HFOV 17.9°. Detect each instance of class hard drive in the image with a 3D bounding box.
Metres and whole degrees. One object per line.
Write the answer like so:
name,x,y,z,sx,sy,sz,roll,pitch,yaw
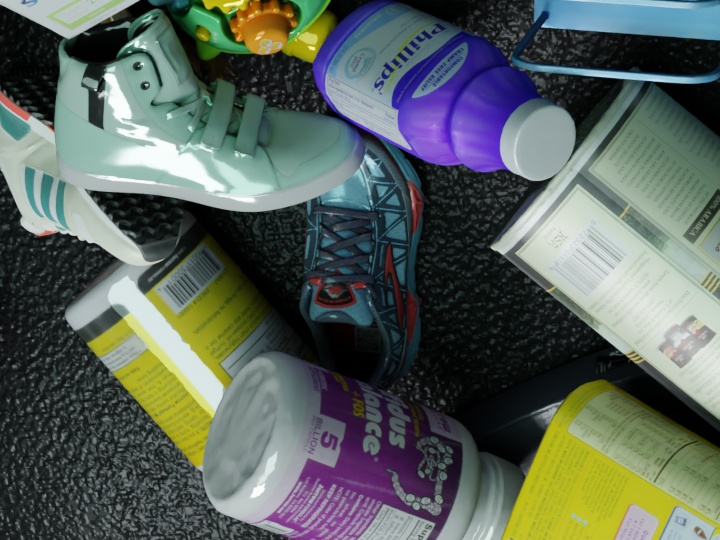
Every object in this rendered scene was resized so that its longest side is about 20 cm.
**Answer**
hard drive,0.150,0.135,1.562,0.200,0.042,0.135,-26,103,25

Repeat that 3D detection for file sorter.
file sorter,0.162,-0.222,1.358,0.138,0.123,0.201,6,115,16

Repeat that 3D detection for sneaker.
sneaker,0.000,0.000,1.520,0.079,0.096,0.201,-2,112,18
sneaker,-0.186,-0.051,1.542,0.200,0.070,0.094,45,136,34
sneaker,-0.096,-0.104,1.439,0.200,0.074,0.118,2,133,1

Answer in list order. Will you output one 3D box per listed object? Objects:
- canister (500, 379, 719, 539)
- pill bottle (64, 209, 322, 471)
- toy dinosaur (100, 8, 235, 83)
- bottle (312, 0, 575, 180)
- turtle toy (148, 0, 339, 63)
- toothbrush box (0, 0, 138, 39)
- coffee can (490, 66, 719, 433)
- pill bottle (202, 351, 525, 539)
canister,0.197,0.175,1.418,0.200,0.086,0.149,31,110,27
pill bottle,-0.098,0.067,1.571,0.114,0.114,0.200,-37,98,27
toy dinosaur,-0.150,-0.140,1.523,0.106,0.060,0.200,-5,113,31
bottle,0.053,-0.108,1.409,0.084,0.200,0.065,-46,129,-10
turtle toy,-0.068,-0.221,1.441,0.145,0.101,0.200,25,111,6
toothbrush box,-0.163,-0.267,1.397,0.145,0.086,0.200,-25,59,29
coffee can,0.203,-0.009,1.424,0.200,0.146,0.146,39,118,-1
pill bottle,0.007,0.134,1.490,0.200,0.112,0.112,22,122,-26
